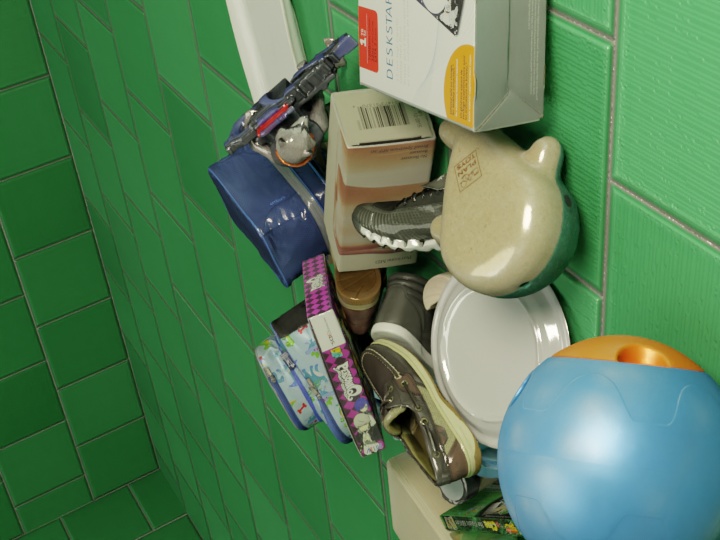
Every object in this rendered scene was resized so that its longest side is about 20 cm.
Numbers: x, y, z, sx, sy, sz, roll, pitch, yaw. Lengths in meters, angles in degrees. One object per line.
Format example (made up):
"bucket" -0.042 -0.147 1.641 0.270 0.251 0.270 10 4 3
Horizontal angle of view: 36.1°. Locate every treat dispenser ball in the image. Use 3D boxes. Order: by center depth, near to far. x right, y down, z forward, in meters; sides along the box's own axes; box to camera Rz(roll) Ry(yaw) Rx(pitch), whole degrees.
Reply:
"treat dispenser ball" 0.211 0.154 0.901 0.201 0.199 0.203 49 153 37

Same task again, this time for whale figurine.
"whale figurine" 0.134 -0.069 1.025 0.159 0.103 0.202 -38 51 34

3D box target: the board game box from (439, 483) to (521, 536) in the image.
"board game box" 0.170 0.259 1.232 0.024 0.104 0.200 62 159 1

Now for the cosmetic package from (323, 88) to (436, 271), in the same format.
"cosmetic package" 0.018 -0.098 1.224 0.201 0.102 0.088 94 165 -51

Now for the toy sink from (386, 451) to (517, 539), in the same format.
"toy sink" 0.128 0.325 1.389 0.200 0.111 0.132 49 153 49

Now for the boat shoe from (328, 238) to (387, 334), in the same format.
"boat shoe" 0.000 0.000 1.337 0.201 0.071 0.073 -93 -2 -55

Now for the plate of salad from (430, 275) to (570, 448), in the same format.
"plate of salad" 0.147 0.083 1.149 0.199 0.048 0.204 2 93 52

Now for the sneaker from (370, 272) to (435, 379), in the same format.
"sneaker" 0.077 0.073 1.338 0.070 0.100 0.200 5 154 27

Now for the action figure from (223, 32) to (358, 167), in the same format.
"action figure" -0.051 -0.188 1.258 0.199 0.195 0.105 -33 113 30

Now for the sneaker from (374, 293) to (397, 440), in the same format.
"sneaker" 0.048 0.129 1.424 0.074 0.081 0.203 11 121 63

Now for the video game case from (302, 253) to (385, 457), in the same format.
"video game case" -0.022 0.095 1.316 0.200 0.035 0.184 -103 -7 -71

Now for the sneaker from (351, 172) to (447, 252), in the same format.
"sneaker" 0.080 -0.063 1.127 0.197 0.066 0.092 12 115 30

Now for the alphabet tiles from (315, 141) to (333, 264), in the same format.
"alphabet tiles" -0.053 -0.105 1.538 0.167 0.007 0.203 -2 109 68

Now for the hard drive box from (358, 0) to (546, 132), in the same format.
"hard drive box" 0.077 -0.226 0.986 0.200 0.076 0.158 34 131 55

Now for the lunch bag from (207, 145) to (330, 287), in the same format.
"lunch bag" -0.104 -0.097 1.485 0.200 0.131 0.137 49 168 36

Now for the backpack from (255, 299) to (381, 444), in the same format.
"backpack" -0.045 0.140 1.532 0.202 0.146 0.183 57 -172 0

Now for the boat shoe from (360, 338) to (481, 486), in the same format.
"boat shoe" 0.052 0.151 1.203 0.200 0.064 0.074 45 141 38

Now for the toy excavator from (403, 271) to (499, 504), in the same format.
"toy excavator" 0.122 0.127 1.249 0.195 0.099 0.202 47 129 27

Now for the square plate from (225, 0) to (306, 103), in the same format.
"square plate" -0.118 -0.297 1.474 0.198 0.028 0.203 27 135 60
